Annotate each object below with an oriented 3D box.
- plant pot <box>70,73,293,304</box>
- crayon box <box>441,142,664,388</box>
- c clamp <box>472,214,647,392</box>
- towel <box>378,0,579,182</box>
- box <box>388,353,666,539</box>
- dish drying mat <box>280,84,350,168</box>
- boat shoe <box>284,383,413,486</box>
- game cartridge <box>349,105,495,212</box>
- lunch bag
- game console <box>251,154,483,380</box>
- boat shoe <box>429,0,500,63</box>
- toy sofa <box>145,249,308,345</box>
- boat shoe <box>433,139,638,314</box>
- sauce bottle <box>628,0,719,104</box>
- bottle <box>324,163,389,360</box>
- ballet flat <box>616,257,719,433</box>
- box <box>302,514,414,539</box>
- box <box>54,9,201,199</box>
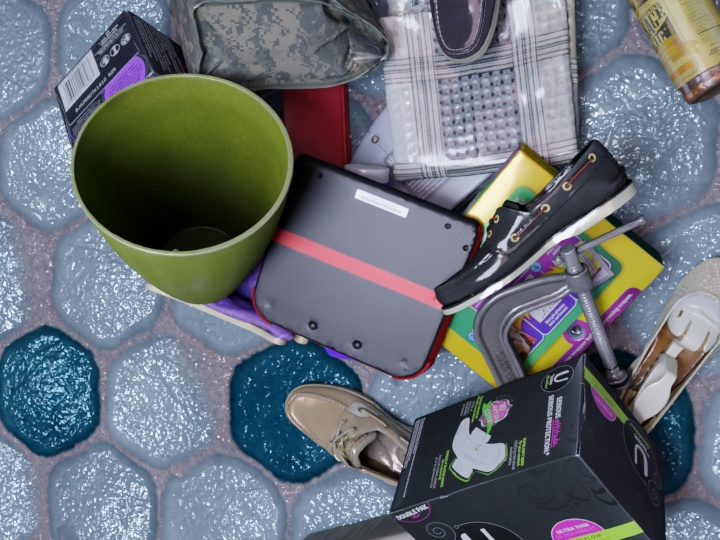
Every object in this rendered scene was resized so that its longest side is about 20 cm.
[{"bbox_3d":[-0.158,-0.050,0.780,0.187,0.200,0.187,2,63,-4],"label":"plant pot"},{"bbox_3d":[0.159,0.008,0.797,0.172,0.058,0.200,39,111,1],"label":"crayon box"},{"bbox_3d":[0.195,0.062,0.747,0.171,0.027,0.200,-18,121,7],"label":"c clamp"},{"bbox_3d":[0.116,-0.196,0.804,0.192,0.035,0.200,-3,91,19],"label":"towel"},{"bbox_3d":[0.156,0.196,0.752,0.200,0.124,0.149,-29,114,34],"label":"box"},{"bbox_3d":[-0.047,-0.153,0.886,0.077,0.018,0.200,-4,92,-19],"label":"dish drying mat"},{"bbox_3d":[0.000,0.182,0.885,0.200,0.065,0.072,25,101,16],"label":"boat shoe"},{"bbox_3d":[0.091,-0.142,0.852,0.200,0.042,0.133,-42,76,17],"label":"game cartridge"},{"bbox_3d":[-0.081,-0.265,0.808,0.200,0.118,0.164,-8,49,-17],"label":"lunch bag"},{"bbox_3d":[0.000,0.000,0.797,0.200,0.031,0.177,22,104,10],"label":"game console"},{"bbox_3d":[0.087,-0.293,0.736,0.072,0.065,0.200,6,96,28],"label":"boat shoe"},{"bbox_3d":[-0.132,0.008,0.905,0.200,0.098,0.083,21,100,18],"label":"toy sofa"},{"bbox_3d":[0.143,-0.035,0.718,0.201,0.074,0.063,-38,94,15],"label":"boat shoe"},{"bbox_3d":[0.288,-0.255,0.763,0.066,0.066,0.200,-29,79,18],"label":"sauce bottle"},{"bbox_3d":[-0.001,-0.010,0.851,0.065,0.084,0.200,6,105,8],"label":"bottle"},{"bbox_3d":[0.304,0.081,0.775,0.067,0.062,0.200,29,102,7],"label":"ballet flat"},{"bbox_3d":[0.023,0.314,0.871,0.200,0.095,0.078,-20,87,21],"label":"box"},{"bbox_3d":[-0.195,-0.153,0.853,0.122,0.200,0.106,-39,54,17],"label":"box"}]
